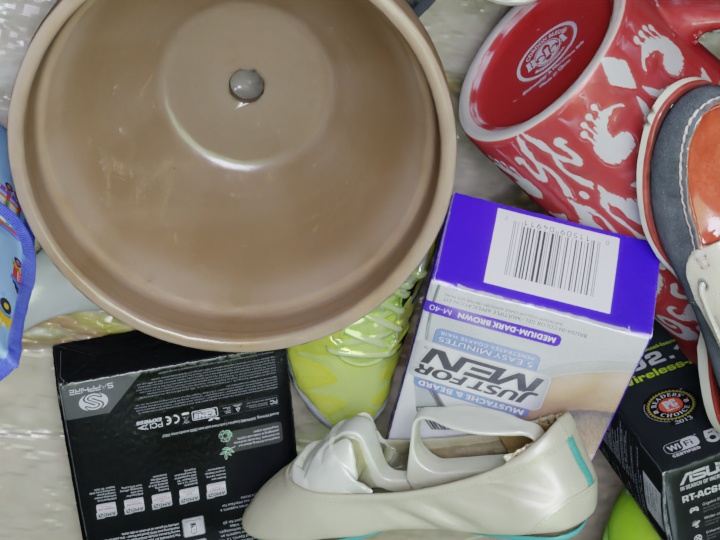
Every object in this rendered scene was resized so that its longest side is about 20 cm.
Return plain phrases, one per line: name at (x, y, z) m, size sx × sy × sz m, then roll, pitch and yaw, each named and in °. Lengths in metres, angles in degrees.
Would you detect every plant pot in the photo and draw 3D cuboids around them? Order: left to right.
plant pot at (-0.057, -0.071, 0.714) m, size 0.198 × 0.093 × 0.203 m, roll 0°, pitch 119°, yaw -1°

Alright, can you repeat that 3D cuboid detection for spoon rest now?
spoon rest at (-0.130, -0.001, 0.794) m, size 0.199 × 0.061 × 0.100 m, roll -34°, pitch 121°, yaw -13°

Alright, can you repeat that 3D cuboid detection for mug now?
mug at (0.166, -0.072, 0.793) m, size 0.199 × 0.133 × 0.178 m, roll 36°, pitch 83°, yaw -28°

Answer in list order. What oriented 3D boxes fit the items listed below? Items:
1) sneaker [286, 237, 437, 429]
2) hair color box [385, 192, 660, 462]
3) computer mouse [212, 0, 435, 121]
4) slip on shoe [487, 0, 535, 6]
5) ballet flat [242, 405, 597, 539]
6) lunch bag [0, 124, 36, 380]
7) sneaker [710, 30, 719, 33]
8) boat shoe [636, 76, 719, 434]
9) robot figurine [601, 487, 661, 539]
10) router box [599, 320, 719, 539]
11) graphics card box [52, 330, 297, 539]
sneaker at (0.000, 0.000, 0.810) m, size 0.075 × 0.077 × 0.202 m, roll 0°, pitch 114°, yaw -15°
hair color box at (0.077, 0.057, 0.803) m, size 0.108 × 0.065 × 0.201 m, roll 14°, pitch 143°, yaw 2°
computer mouse at (0.017, -0.182, 0.744) m, size 0.199 × 0.053 × 0.139 m, roll -37°, pitch 110°, yaw 13°
slip on shoe at (0.044, -0.207, 0.672) m, size 0.073 × 0.061 × 0.202 m, roll -18°, pitch 116°, yaw 3°
ballet flat at (0.023, 0.100, 0.783) m, size 0.198 × 0.070 × 0.070 m, roll -6°, pitch 122°, yaw 24°
lunch bag at (-0.219, -0.029, 0.665) m, size 0.094 × 0.200 × 0.150 m, roll -42°, pitch 119°, yaw 8°
sneaker at (0.196, -0.210, 0.764) m, size 0.092 × 0.070 × 0.202 m, roll -8°, pitch 120°, yaw -17°
boat shoe at (0.182, 0.006, 0.715) m, size 0.071 × 0.063 × 0.202 m, roll -25°, pitch 114°, yaw -14°
robot figurine at (0.195, 0.192, 0.915) m, size 0.174 × 0.116 × 0.201 m, roll -25°, pitch 143°, yaw -25°
router box at (0.230, 0.065, 0.861) m, size 0.198 × 0.150 × 0.063 m, roll -18°, pitch 118°, yaw -7°
graphics card box at (-0.096, 0.127, 0.860) m, size 0.124 × 0.051 × 0.202 m, roll -10°, pitch 118°, yaw -10°
